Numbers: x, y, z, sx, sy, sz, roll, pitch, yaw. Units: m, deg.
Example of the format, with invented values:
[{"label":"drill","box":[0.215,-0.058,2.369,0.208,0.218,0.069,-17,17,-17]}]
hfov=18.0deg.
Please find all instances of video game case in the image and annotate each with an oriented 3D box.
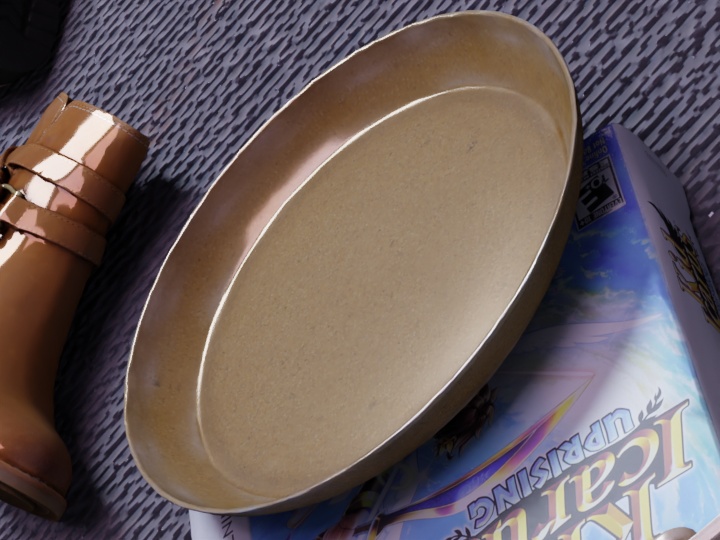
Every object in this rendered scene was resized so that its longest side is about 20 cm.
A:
[{"label":"video game case","box":[0.033,0.074,0.727,0.199,0.045,0.182,-36,39,21]}]

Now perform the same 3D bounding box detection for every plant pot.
[{"label":"plant pot","box":[0.000,0.000,0.769,0.199,0.027,0.201,-32,36,27]}]

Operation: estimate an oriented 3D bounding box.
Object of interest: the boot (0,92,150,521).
[{"label":"boot","box":[-0.136,0.006,0.952,0.155,0.074,0.200,-50,38,-3]}]

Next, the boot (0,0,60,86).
[{"label":"boot","box":[-0.212,-0.168,1.184,0.138,0.077,0.201,-23,44,41]}]

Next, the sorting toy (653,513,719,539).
[{"label":"sorting toy","box":[0.126,0.138,0.534,0.200,0.107,0.181,-42,44,14]}]
